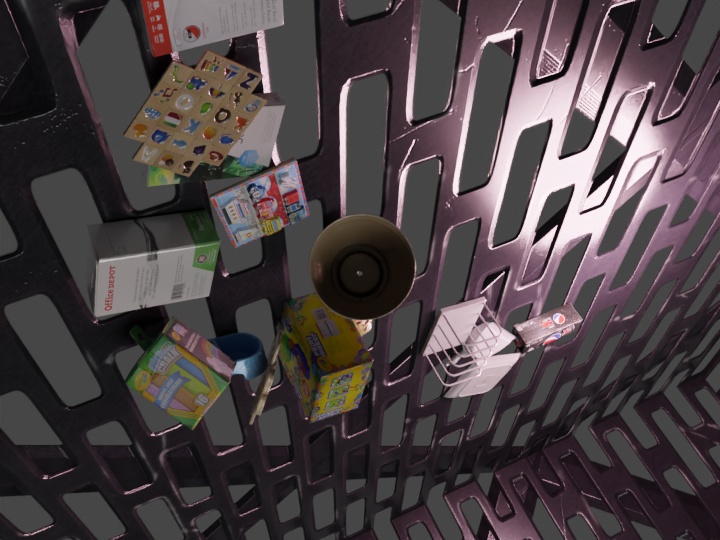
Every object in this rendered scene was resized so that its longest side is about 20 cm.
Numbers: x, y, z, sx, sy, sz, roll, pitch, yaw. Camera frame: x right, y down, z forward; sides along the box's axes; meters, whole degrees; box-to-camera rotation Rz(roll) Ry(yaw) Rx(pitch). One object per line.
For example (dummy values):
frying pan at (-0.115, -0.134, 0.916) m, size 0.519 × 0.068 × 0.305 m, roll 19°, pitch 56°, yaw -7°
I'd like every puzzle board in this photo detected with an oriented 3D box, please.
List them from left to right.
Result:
puzzle board at (-0.165, -0.107, 1.339) m, size 0.150 × 0.017 × 0.200 m, roll -26°, pitch 158°, yaw -7°

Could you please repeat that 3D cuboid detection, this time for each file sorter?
file sorter at (0.267, 0.189, 2.047) m, size 0.139 × 0.125 × 0.200 m, roll -15°, pitch 145°, yaw -24°

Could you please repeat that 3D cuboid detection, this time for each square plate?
square plate at (0.382, 0.332, 2.436) m, size 0.198 × 0.028 × 0.200 m, roll -1°, pitch 139°, yaw -37°

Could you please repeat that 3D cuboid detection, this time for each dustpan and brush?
dustpan and brush at (0.321, 0.217, 2.210) m, size 0.200 × 0.057 × 0.139 m, roll -46°, pitch 135°, yaw 14°

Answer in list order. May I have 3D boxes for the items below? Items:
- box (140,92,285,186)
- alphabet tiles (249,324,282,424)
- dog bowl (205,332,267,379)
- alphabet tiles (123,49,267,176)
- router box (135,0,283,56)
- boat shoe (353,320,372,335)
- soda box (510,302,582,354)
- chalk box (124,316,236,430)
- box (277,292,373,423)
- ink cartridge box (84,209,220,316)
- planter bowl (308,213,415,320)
box at (-0.222, -0.197, 1.179) m, size 0.200 × 0.036 × 0.144 m, roll -9°, pitch 143°, yaw -28°
alphabet tiles at (-0.196, 0.220, 1.654) m, size 0.015 × 0.200 × 0.196 m, roll 18°, pitch 106°, yaw -9°
dog bowl at (-0.287, 0.182, 1.605) m, size 0.200 × 0.111 × 0.050 m, roll -12°, pitch 126°, yaw -26°
alphabet tiles at (-0.231, -0.217, 1.107) m, size 0.166 × 0.006 × 0.200 m, roll 12°, pitch 129°, yaw -48°
router box at (-0.187, -0.372, 0.944) m, size 0.179 × 0.049 × 0.200 m, roll -20°, pitch 147°, yaw -16°
boat shoe at (-0.007, 0.114, 1.744) m, size 0.200 × 0.069 × 0.074 m, roll 109°, pitch 7°, yaw -56°
soda box at (0.544, 0.170, 2.293) m, size 0.200 × 0.071 × 0.063 m, roll -21°, pitch 149°, yaw -15°
chalk box at (-0.352, 0.177, 1.467) m, size 0.124 × 0.200 × 0.124 m, roll -51°, pitch -171°, yaw 7°
box at (-0.082, 0.183, 1.679) m, size 0.122 × 0.200 × 0.193 m, roll -15°, pitch 145°, yaw -23°
ink cartridge box at (-0.347, -0.013, 1.294) m, size 0.200 × 0.084 × 0.146 m, roll -10°, pitch 143°, yaw -29°
planter bowl at (0.000, 0.000, 1.520) m, size 0.200 × 0.201 × 0.135 m, roll -26°, pitch 176°, yaw -5°
